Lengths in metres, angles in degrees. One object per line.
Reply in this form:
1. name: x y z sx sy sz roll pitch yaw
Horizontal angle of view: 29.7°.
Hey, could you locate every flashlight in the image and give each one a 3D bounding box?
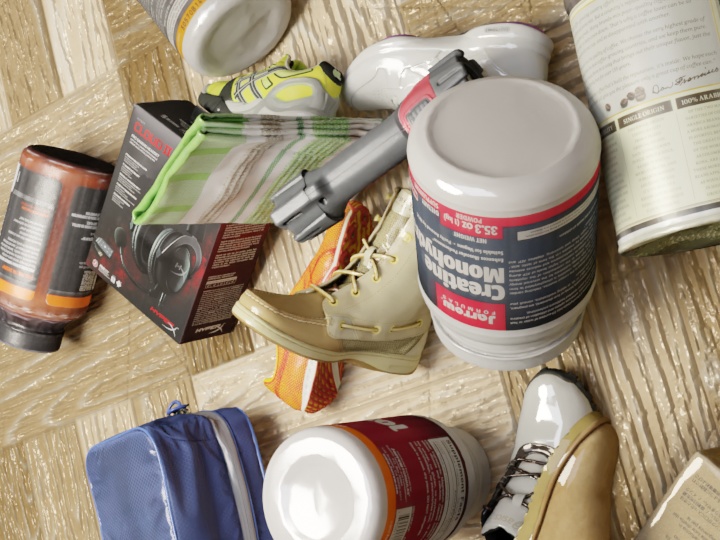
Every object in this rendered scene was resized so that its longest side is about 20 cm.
1. flashlight: 0.020 -0.096 1.101 0.200 0.068 0.068 -35 33 23

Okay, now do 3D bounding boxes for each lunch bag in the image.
1. lunch bag: -0.158 0.219 1.260 0.136 0.132 0.201 -23 77 47

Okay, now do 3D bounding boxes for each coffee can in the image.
1. coffee can: 0.240 -0.123 0.997 0.146 0.146 0.201 -16 80 32

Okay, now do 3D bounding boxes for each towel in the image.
1. towel: -0.077 -0.078 1.152 0.149 0.200 0.031 -49 54 44

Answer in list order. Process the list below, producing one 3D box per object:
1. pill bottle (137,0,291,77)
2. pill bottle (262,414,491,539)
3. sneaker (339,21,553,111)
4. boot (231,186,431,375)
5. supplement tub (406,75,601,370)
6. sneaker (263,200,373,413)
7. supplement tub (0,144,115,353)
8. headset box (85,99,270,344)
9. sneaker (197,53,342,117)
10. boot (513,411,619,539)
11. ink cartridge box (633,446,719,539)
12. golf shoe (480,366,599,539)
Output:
1. pill bottle: -0.163 -0.287 1.286 0.116 0.116 0.200 -48 65 22
2. pill bottle: 0.021 0.175 1.099 0.113 0.200 0.113 -1 88 33
3. sneaker: 0.065 -0.150 1.147 0.200 0.075 0.100 -5 72 33
4. boot: 0.000 0.000 1.124 0.073 0.200 0.156 40 109 48
5. supplement tub: 0.110 -0.033 1.034 0.140 0.140 0.200 29 146 31
6. sneaker: -0.043 0.029 1.222 0.077 0.073 0.200 25 102 28
7. supplement tub: -0.317 -0.020 1.384 0.107 0.107 0.200 23 100 32
8. headset box: -0.164 -0.056 1.285 0.149 0.077 0.200 37 120 28
9. sneaker: -0.077 -0.155 1.243 0.200 0.075 0.077 18 77 52
10. boot: 0.210 0.222 0.973 0.200 0.066 0.176 30 109 29
11. ink cartridge box: 0.292 0.253 0.995 0.200 0.075 0.165 40 111 27
12. golf shoe: 0.143 0.178 1.084 0.078 0.094 0.201 2 88 34
